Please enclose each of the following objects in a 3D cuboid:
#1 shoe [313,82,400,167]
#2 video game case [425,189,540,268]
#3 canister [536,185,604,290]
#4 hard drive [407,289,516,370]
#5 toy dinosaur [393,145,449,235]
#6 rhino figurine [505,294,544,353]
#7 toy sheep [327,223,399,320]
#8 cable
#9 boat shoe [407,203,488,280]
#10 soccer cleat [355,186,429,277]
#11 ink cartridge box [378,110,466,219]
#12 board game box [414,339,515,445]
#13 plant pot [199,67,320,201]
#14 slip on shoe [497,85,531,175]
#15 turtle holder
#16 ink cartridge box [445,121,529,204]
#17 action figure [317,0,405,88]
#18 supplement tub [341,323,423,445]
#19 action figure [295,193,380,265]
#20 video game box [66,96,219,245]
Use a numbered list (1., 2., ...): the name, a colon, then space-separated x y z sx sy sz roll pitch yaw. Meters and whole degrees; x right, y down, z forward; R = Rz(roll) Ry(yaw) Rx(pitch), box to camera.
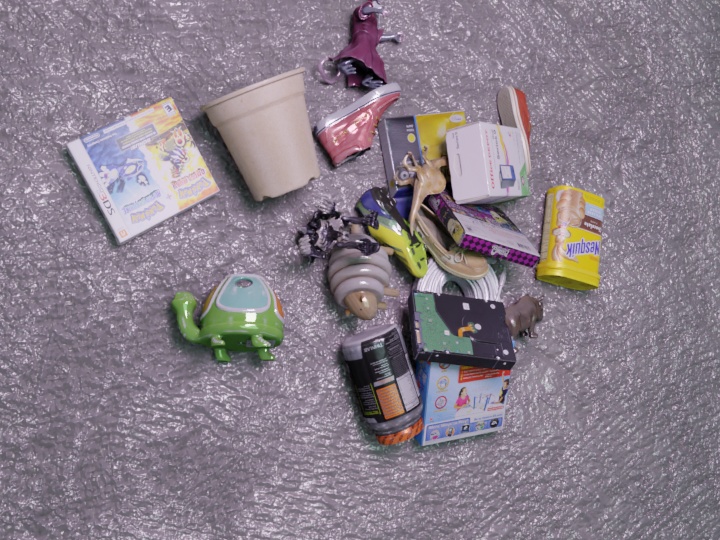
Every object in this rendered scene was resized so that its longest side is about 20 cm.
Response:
1. shoe: 0.010 -0.285 1.260 0.197 0.071 0.093 -31 89 -13
2. video game case: 0.243 -0.090 1.290 0.195 0.183 0.036 14 121 -30
3. canister: 0.473 -0.073 1.439 0.145 0.086 0.206 13 79 -21
4. hard drive: 0.189 0.113 1.217 0.194 0.038 0.142 8 49 -14
5. toy dinosaur: 0.118 -0.178 1.257 0.100 0.058 0.203 31 64 -2
6. rhino figurine: 0.350 0.101 1.370 0.198 0.059 0.090 -24 103 -46
7. toy sheep: 0.000 0.000 1.214 0.134 0.139 0.205 6 55 -22
8. cable: 0.195 0.055 1.321 0.195 0.069 0.206 17 80 -20
9. boat shoe: 0.172 -0.058 1.267 0.072 0.064 0.200 -32 60 -28
10. soccer cleat: 0.064 -0.069 1.270 0.203 0.083 0.065 56 37 -2
11. ink cartridge box: 0.144 -0.221 1.334 0.192 0.047 0.206 -11 88 -23
12. board game box: 0.202 0.232 1.279 0.194 0.056 0.202 -4 109 -23
13. plant pot: -0.159 -0.234 1.141 0.197 0.199 0.188 -27 106 -22
14. slip on shoe: 0.351 -0.306 1.416 0.060 0.074 0.207 -5 83 -25
15. turtle holder: -0.222 0.082 1.121 0.180 0.141 0.136 -7 69 16
16. ink cartridge box: 0.263 -0.216 1.317 0.197 0.086 0.150 -7 89 -50
17. action figure: 0.007 -0.461 1.285 0.145 0.134 0.206 -4 70 19
18. supplement tub: 0.046 0.214 1.215 0.120 0.122 0.206 -19 94 -22
19. action figure: -0.059 -0.073 1.147 0.101 0.196 0.122 29 69 -48
20. video game box: -0.373 -0.173 1.112 0.197 0.047 0.186 -32 100 -22
